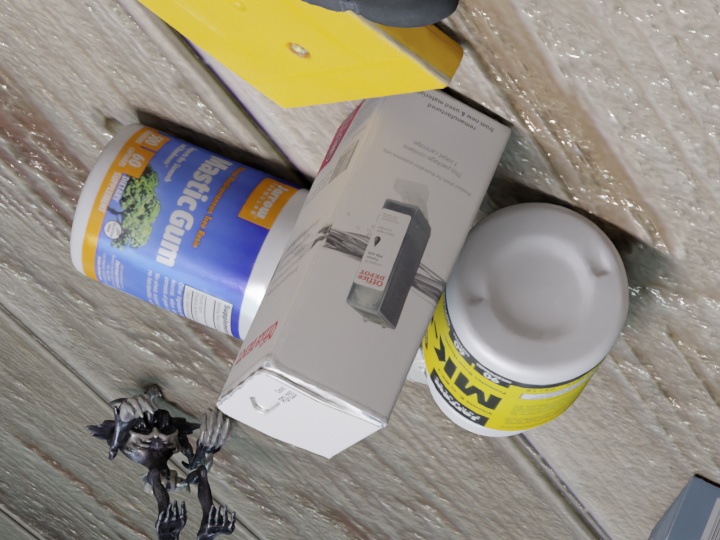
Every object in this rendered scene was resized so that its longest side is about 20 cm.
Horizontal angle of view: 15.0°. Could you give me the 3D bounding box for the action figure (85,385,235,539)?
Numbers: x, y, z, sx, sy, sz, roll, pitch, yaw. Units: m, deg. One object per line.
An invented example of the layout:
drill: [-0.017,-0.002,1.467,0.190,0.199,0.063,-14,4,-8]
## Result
action figure: [-0.176,0.162,2.510,0.119,0.102,0.200,4,-143,-31]

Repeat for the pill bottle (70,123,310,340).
pill bottle: [-0.085,-0.015,1.844,0.200,0.112,0.112,21,162,12]

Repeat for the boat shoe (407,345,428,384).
boat shoe: [0.051,0.044,1.898,0.070,0.071,0.200,21,165,12]

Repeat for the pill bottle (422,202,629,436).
pill bottle: [0.100,0.039,1.740,0.114,0.114,0.200,25,163,3]

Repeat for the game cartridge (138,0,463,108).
game cartridge: [-0.064,-0.162,1.531,0.200,0.032,0.176,38,159,-28]

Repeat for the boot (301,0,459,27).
boot: [0.024,-0.168,1.318,0.165,0.066,0.200,29,161,17]

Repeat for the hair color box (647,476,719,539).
hair color box: [0.277,0.228,2.137,0.099,0.061,0.200,24,162,4]

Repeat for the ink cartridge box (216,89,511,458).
ink cartridge box: [0.000,0.000,1.619,0.085,0.200,0.146,27,163,-7]
